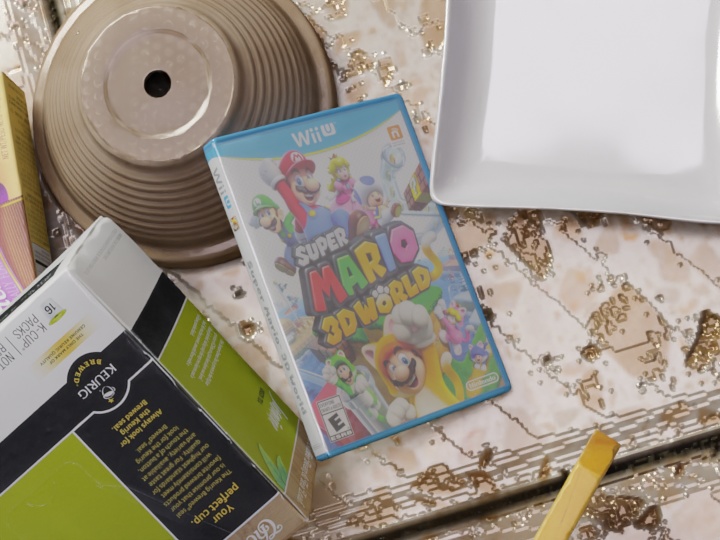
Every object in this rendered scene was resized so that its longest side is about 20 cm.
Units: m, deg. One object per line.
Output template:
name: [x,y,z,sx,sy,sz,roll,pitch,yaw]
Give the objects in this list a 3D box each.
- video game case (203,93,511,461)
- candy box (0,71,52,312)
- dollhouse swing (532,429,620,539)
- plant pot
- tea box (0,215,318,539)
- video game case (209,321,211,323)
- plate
video game case: [0.000,0.000,1.135,0.143,0.018,0.201,-17,83,-32]
candy box: [-0.257,-0.013,1.172,0.116,0.056,0.201,-11,80,3]
dollhouse swing: [0.136,0.216,1.043,0.176,0.200,0.182,-45,80,-1]
plant pot: [-0.117,-0.106,1.173,0.200,0.093,0.202,-1,83,6]
tea box: [-0.160,0.114,1.071,0.200,0.134,0.197,-40,99,11]
video game case: [-0.216,0.089,1.192,0.199,0.022,0.183,17,84,9]
plate: [0.149,-0.131,1.174,0.198,0.032,0.201,4,83,8]
